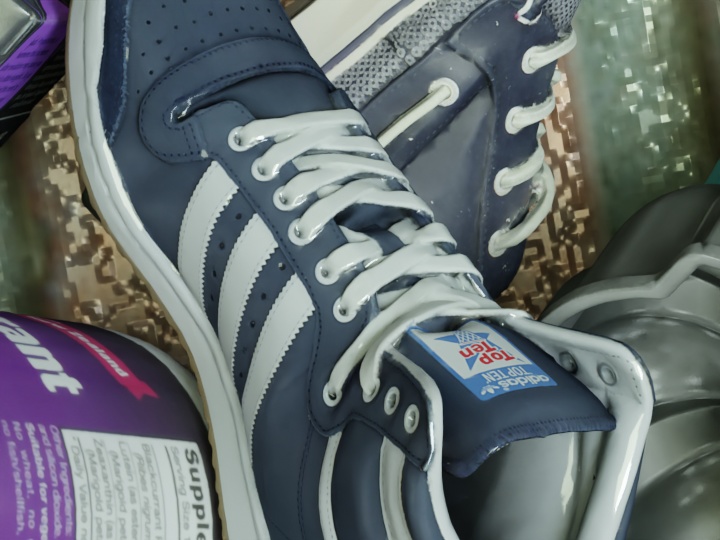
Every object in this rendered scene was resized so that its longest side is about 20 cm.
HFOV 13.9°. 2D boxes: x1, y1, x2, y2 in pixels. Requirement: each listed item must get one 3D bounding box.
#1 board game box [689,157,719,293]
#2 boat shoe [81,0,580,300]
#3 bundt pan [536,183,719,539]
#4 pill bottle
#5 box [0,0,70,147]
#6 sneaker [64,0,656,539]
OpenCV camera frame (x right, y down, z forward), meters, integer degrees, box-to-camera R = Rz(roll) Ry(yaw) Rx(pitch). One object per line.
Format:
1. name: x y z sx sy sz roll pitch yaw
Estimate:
1. board game box: 0.188 -0.056 0.728 0.151 0.047 0.200 25 118 2
2. boat shoe: 0.030 -0.048 0.770 0.200 0.075 0.093 -37 98 14
3. bundt pan: 0.129 0.051 0.726 0.201 0.076 0.202 13 133 15
4. pill bottle: -0.096 0.065 0.711 0.111 0.200 0.112 -5 81 34
5. box: -0.176 -0.095 0.748 0.200 0.122 0.106 44 97 0
6. sneaker: 0.000 0.000 0.673 0.070 0.108 0.200 -14 84 -33
